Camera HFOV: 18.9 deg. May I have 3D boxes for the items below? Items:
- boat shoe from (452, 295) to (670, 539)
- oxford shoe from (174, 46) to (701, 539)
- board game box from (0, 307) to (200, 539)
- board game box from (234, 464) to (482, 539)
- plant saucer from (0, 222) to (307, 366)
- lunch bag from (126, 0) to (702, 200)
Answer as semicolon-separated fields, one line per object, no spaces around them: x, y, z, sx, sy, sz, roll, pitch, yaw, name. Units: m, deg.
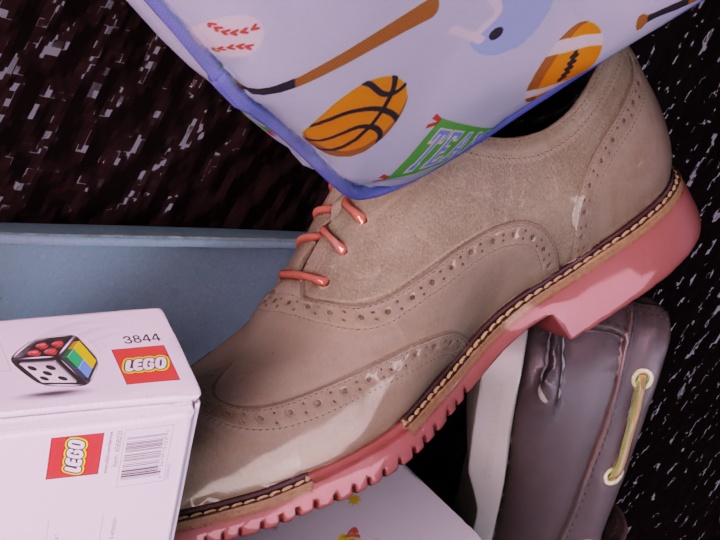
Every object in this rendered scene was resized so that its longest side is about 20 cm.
0.061;0.084;0.732;0.072;0.060;0.202;-85;180;-46;boat shoe
0.000;0.000;0.550;0.200;0.070;0.075;-34;118;-30;oxford shoe
-0.112;0.099;0.478;0.125;0.035;0.201;-4;129;-23;board game box
-0.029;0.158;0.679;0.147;0.064;0.201;-37;148;-18;board game box
-0.056;0.018;0.548;0.200;0.019;0.070;1;121;-57;plant saucer
0.022;-0.101;0.433;0.160;0.076;0.200;-35;156;7;lunch bag
